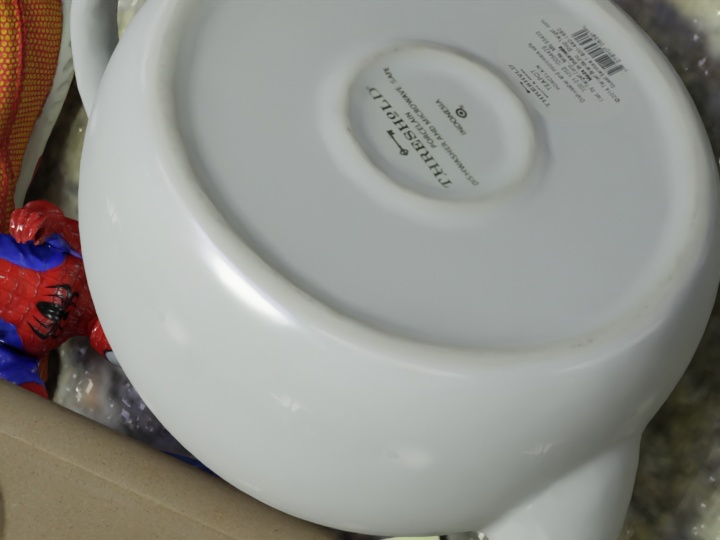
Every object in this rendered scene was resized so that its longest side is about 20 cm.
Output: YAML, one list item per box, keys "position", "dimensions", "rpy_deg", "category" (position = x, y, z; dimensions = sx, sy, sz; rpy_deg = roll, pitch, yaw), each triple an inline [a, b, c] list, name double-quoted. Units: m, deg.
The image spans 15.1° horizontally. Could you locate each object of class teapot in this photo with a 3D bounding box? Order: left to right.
- position: [0.000, 0.000, 0.794]
  dimensions: [0.146, 0.196, 0.201]
  rpy_deg: [115, 166, -51]
  category: "teapot"

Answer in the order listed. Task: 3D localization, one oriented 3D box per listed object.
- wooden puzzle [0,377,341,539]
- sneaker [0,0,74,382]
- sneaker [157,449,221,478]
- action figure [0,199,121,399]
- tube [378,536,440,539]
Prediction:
- position: [-0.113, 0.122, 0.773]
  dimensions: [0.046, 0.184, 0.201]
  rpy_deg: [-53, 14, 50]
  category: "wooden puzzle"
- position: [-0.148, -0.014, 0.932]
  dimensions: [0.073, 0.077, 0.202]
  rpy_deg: [5, 93, 33]
  category: "sneaker"
- position: [-0.137, 0.086, 0.887]
  dimensions: [0.199, 0.070, 0.078]
  rpy_deg: [14, 107, 15]
  category: "sneaker"
- position: [-0.137, -0.003, 0.849]
  dimensions: [0.099, 0.199, 0.066]
  rpy_deg: [32, 96, 58]
  category: "action figure"
- position: [-0.001, 0.182, 0.819]
  dimensions: [0.052, 0.058, 0.201]
  rpy_deg: [-26, 65, 47]
  category: "tube"
